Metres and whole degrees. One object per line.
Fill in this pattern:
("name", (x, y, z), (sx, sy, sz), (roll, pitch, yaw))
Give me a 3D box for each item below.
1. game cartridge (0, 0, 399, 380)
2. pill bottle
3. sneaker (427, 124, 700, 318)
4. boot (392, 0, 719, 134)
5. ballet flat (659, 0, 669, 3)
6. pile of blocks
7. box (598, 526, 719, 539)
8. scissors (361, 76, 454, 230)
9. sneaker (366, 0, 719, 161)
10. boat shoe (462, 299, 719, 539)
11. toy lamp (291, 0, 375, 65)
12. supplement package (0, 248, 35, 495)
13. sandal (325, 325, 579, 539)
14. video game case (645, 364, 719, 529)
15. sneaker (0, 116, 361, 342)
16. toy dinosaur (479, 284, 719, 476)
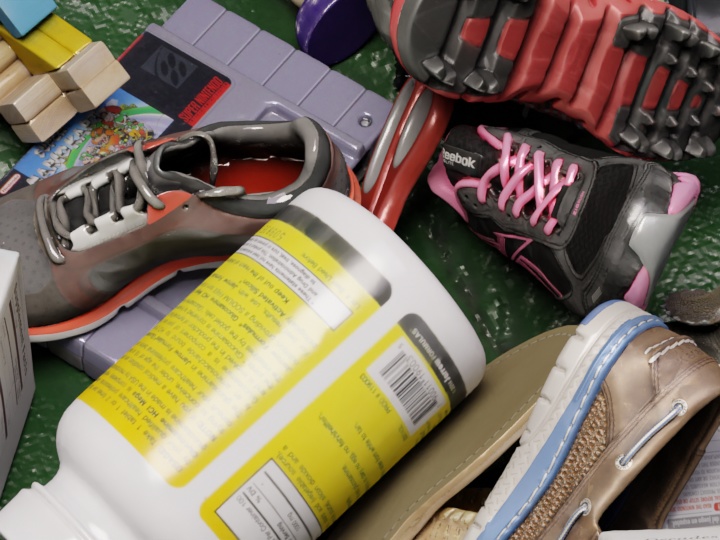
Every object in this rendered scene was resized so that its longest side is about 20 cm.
("game cartridge", (-0.088, -0.038, 1.277), (0.129, 0.038, 0.200), (32, 59, 13))
("pill bottle", (-0.053, 0.068, 1.142), (0.200, 0.112, 0.112), (-42, 66, -11))
("sneaker", (0.080, -0.029, 1.188), (0.095, 0.200, 0.079), (28, 89, -14))
("boot", (0.094, -0.155, 1.352), (0.162, 0.073, 0.199), (-3, 53, 1))
("ballet flat", (0.048, -0.155, 1.273), (0.200, 0.074, 0.074), (15, 55, 8))
("pile of blocks", (-0.199, -0.122, 1.280), (0.200, 0.082, 0.062), (32, 64, 31))
("box", (0.195, 0.201, 1.014), (0.199, 0.131, 0.200), (-2, 96, -4))
("scissors", (0.000, 0.000, 1.250), (0.014, 0.073, 0.200), (22, 84, -17))
("sneaker", (0.085, -0.104, 1.225), (0.200, 0.071, 0.098), (14, 14, -33))
("boat shoe", (0.087, 0.115, 1.097), (0.072, 0.200, 0.072), (29, 15, 33))
("toy lamp", (-0.068, -0.186, 1.366), (0.058, 0.058, 0.200), (-33, 62, -24))
("supplement package", (-0.216, 0.090, 1.128), (0.113, 0.110, 0.200), (11, 56, 4))
("sandal", (0.032, 0.117, 1.156), (0.212, 0.078, 0.070), (-42, 108, -7))
("video game case", (0.220, 0.124, 1.140), (0.199, 0.023, 0.183), (-5, 86, -8))
("sneaker", (-0.101, -0.032, 1.198), (0.200, 0.082, 0.077), (-17, 63, -4))
("toy dinosaur", (0.118, 0.061, 1.206), (0.200, 0.077, 0.102), (-24, 54, 17))
